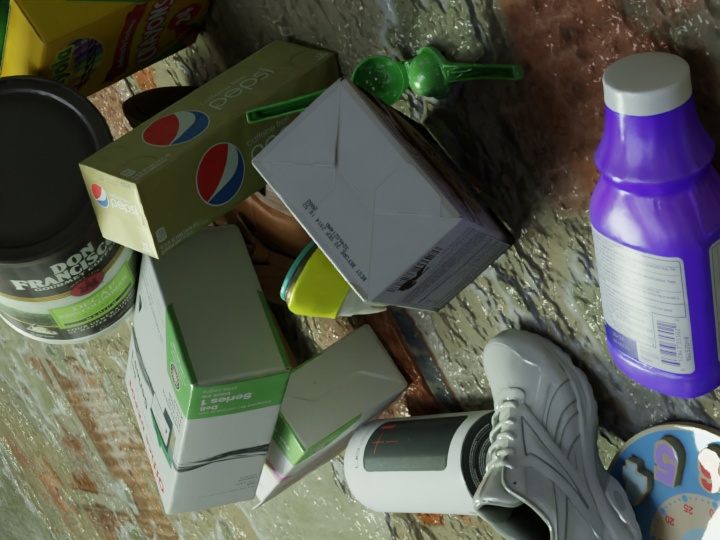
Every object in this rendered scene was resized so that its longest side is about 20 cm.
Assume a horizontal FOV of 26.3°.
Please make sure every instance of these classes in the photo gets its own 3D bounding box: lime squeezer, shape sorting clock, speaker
[{"bbox_3d":[0.025,-0.128,1.020,0.199,0.071,0.038,-5,91,28],"label":"lime squeezer"},{"bbox_3d":[0.230,0.197,1.016,0.200,0.039,0.201,33,134,42],"label":"shape sorting clock"},{"bbox_3d":[0.064,0.155,1.232,0.082,0.081,0.200,61,154,-7],"label":"speaker"}]

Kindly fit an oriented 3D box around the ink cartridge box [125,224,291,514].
[{"bbox_3d":[-0.128,0.085,1.247,0.200,0.084,0.147,108,146,-50],"label":"ink cartridge box"}]

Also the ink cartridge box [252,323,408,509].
[{"bbox_3d":[-0.047,0.133,1.352,0.067,0.117,0.200,54,152,10],"label":"ink cartridge box"}]

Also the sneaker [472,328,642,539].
[{"bbox_3d":[0.117,0.130,1.059,0.078,0.099,0.201,116,139,-52],"label":"sneaker"}]

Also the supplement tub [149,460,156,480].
[{"bbox_3d":[-0.147,0.170,1.575,0.107,0.107,0.200,55,153,5],"label":"supplement tub"}]

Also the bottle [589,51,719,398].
[{"bbox_3d":[0.171,-0.025,0.875,0.083,0.065,0.201,26,139,45],"label":"bottle"}]

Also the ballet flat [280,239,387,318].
[{"bbox_3d":[0.000,0.000,1.104,0.067,0.067,0.200,28,-167,6],"label":"ballet flat"}]

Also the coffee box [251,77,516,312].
[{"bbox_3d":[0.022,-0.042,0.981,0.113,0.080,0.200,50,-171,11],"label":"coffee box"}]

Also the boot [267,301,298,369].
[{"bbox_3d":[-0.147,0.027,1.459,0.175,0.066,0.201,1,119,58],"label":"boot"}]

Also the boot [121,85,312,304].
[{"bbox_3d":[-0.110,-0.057,1.260,0.199,0.074,0.155,25,135,23],"label":"boot"}]

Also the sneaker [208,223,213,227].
[{"bbox_3d":[-0.169,-0.042,1.335,0.201,0.120,0.084,60,179,-6],"label":"sneaker"}]

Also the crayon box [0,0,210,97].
[{"bbox_3d":[-0.206,-0.186,1.187,0.051,0.199,0.127,54,153,9],"label":"crayon box"}]

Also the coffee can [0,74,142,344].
[{"bbox_3d":[-0.245,-0.041,1.193,0.147,0.146,0.200,49,169,15],"label":"coffee can"}]

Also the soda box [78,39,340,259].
[{"bbox_3d":[-0.100,-0.091,1.108,0.068,0.200,0.064,20,136,41],"label":"soda box"}]
